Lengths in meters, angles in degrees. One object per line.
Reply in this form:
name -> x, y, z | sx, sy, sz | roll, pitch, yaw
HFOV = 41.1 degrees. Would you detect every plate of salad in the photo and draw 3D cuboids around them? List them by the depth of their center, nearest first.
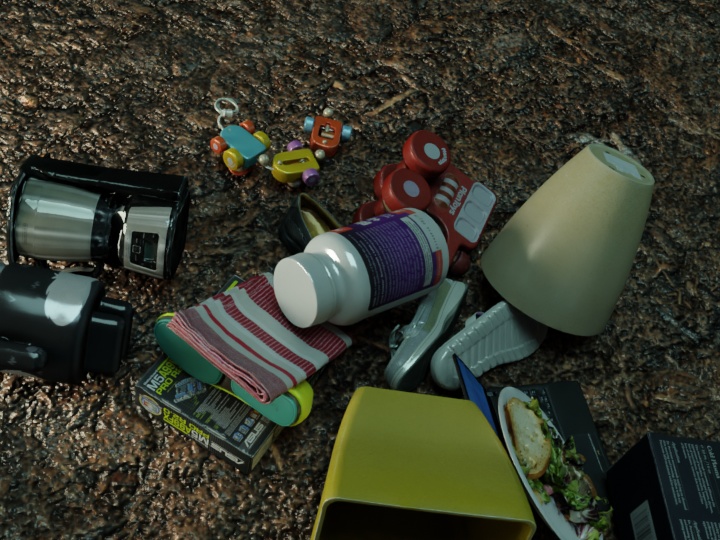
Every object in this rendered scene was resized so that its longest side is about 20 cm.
plate of salad -> 0.210, 0.208, 1.012 | 0.200, 0.048, 0.200 | 47, 22, -26

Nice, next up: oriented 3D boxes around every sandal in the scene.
sandal -> 0.158, 0.085, 1.215 | 0.202, 0.083, 0.050 | -21, 16, -35

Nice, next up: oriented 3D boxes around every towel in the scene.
towel -> -0.104, 0.069, 1.079 | 0.144, 0.023, 0.200 | 37, 27, 14

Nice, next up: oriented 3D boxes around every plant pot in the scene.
plant pot -> 0.048, 0.235, 0.992 | 0.199, 0.201, 0.177 | 8, 40, -7
plant pot -> 0.282, -0.053, 1.225 | 0.187, 0.200, 0.188 | 21, 28, -11

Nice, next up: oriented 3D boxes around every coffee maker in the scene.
coffee maker -> -0.314, -0.078, 1.185 | 0.199, 0.135, 0.193 | 8, 50, -8

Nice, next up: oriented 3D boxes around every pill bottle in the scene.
pill bottle -> 0.000, 0.000, 1.137 | 0.200, 0.112, 0.111 | -19, 58, -38

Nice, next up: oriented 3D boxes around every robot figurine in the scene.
robot figurine -> -0.360, 0.060, 1.073 | 0.199, 0.150, 0.125 | 11, 72, -5

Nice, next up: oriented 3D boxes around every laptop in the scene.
laptop -> 0.208, 0.187, 1.115 | 0.199, 0.103, 0.178 | -3, 53, -15

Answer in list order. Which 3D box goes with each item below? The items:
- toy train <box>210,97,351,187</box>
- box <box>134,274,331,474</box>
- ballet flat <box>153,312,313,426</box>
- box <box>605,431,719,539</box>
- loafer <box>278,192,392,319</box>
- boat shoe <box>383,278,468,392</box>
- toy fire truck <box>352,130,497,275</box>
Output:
toy train -> -0.115, -0.177, 1.365 | 0.199, 0.056, 0.151 | 9, 49, -10
box -> -0.141, 0.117, 1.128 | 0.160, 0.044, 0.200 | 29, 51, 11
ballet flat -> -0.138, 0.105, 1.077 | 0.200, 0.067, 0.067 | 32, 31, 9
box -> 0.391, 0.298, 1.058 | 0.181, 0.104, 0.201 | 9, 51, -14
loafer -> -0.031, -0.019, 1.243 | 0.200, 0.072, 0.073 | 42, 53, 19
boat shoe -> 0.073, 0.075, 1.196 | 0.065, 0.075, 0.202 | 23, 46, 14
toy fire truck -> 0.095, -0.079, 1.309 | 0.168, 0.112, 0.200 | 35, 51, -9
